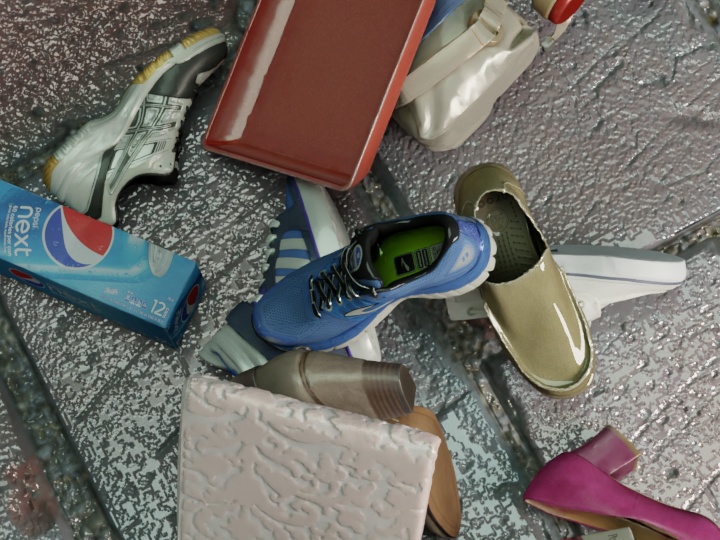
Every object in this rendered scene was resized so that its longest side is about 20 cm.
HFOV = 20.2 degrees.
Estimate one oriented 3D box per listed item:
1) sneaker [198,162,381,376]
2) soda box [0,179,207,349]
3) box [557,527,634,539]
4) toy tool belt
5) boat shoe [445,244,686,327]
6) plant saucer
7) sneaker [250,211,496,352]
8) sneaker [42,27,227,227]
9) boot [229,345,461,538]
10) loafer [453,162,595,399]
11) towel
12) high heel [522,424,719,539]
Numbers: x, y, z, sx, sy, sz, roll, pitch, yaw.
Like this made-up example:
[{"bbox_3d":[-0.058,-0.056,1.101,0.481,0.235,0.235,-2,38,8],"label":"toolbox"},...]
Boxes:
[{"bbox_3d":[-0.075,0.018,1.665,0.146,0.081,0.201,-21,62,7],"label":"sneaker"},{"bbox_3d":[-0.232,-0.007,1.687,0.199,0.068,0.064,22,75,10],"label":"soda box"},{"bbox_3d":[0.125,0.285,1.525,0.199,0.128,0.110,-11,113,0],"label":"box"},{"bbox_3d":[0.083,-0.205,1.700,0.123,0.125,0.200,43,89,12],"label":"toy tool belt"},{"bbox_3d":[0.167,0.018,1.664,0.199,0.071,0.070,-1,100,-1],"label":"boat shoe"},{"bbox_3d":[-0.027,-0.171,1.683,0.200,0.037,0.201,19,86,48],"label":"plant saucer"},{"bbox_3d":[0.000,0.000,1.552,0.199,0.089,0.079,-25,66,16],"label":"sneaker"},{"bbox_3d":[-0.175,-0.118,1.726,0.088,0.076,0.200,45,83,-1],"label":"sneaker"},{"bbox_3d":[-0.014,0.140,1.598,0.145,0.201,0.070,-8,34,19],"label":"boot"},{"bbox_3d":[0.126,0.013,1.601,0.076,0.067,0.201,-26,94,8],"label":"loafer"},{"bbox_3d":[-0.045,0.175,1.569,0.199,0.192,0.032,13,39,8],"label":"towel"},{"bbox_3d":[0.222,0.217,1.590,0.096,0.068,0.200,-35,59,-18],"label":"high heel"}]
